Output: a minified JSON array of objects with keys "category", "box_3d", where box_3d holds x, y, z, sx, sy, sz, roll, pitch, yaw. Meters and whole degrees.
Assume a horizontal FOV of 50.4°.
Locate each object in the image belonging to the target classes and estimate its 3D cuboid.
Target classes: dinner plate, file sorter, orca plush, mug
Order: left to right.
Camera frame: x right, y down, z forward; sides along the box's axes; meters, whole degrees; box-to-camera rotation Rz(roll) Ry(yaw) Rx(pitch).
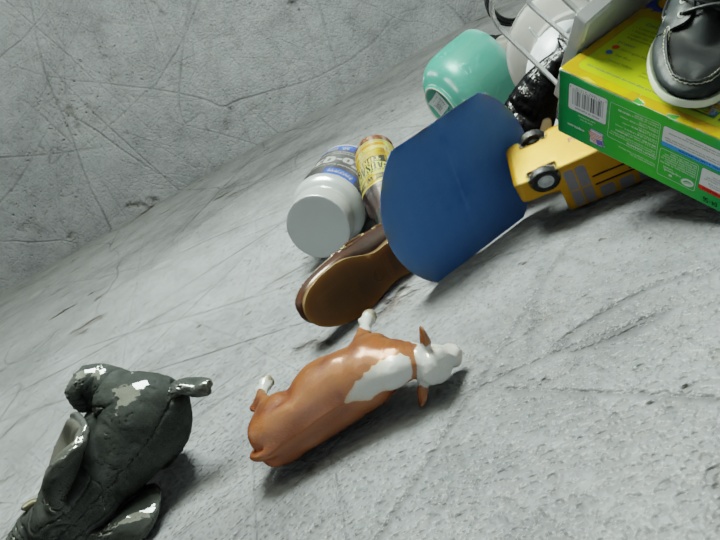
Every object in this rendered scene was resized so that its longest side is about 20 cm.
[{"category":"mug","box_3d":[0.180,-0.286,1.268,0.114,0.186,0.152,-40,43,-13]},{"category":"orca plush","box_3d":[0.184,-0.158,0.848,0.070,0.106,0.201,-17,-30,-45]},{"category":"dinner plate","box_3d":[0.280,-0.266,0.954,0.198,0.201,0.024,-18,35,32]},{"category":"file sorter","box_3d":[0.232,-0.297,0.736,0.199,0.125,0.139,-42,-16,-6]}]

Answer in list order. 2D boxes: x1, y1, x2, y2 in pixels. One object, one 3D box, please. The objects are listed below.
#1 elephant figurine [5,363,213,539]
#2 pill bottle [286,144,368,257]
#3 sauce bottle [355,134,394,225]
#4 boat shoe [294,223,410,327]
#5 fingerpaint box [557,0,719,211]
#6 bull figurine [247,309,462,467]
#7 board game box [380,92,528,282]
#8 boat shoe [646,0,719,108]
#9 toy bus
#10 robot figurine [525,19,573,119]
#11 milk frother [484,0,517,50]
[{"category":"elephant figurine","box_3d":[-0.238,0.193,0.692,0.139,0.157,0.201,19,45,6]},{"category":"pill bottle","box_3d":[-0.038,-0.105,1.146,0.112,0.115,0.201,-22,20,23]},{"category":"sauce bottle","box_3d":[0.032,-0.111,1.056,0.065,0.066,0.202,-26,39,11]},{"category":"boat shoe","box_3d":[0.000,0.000,0.883,0.199,0.071,0.070,-31,23,-31]},{"category":"fingerpaint box","box_3d":[0.302,-0.151,0.668,0.166,0.074,0.199,-37,51,-20]},{"category":"bull figurine","box_3d":[-0.012,0.095,0.658,0.198,0.066,0.122,-28,14,0]},{"category":"board game box","box_3d":[0.096,-0.092,0.822,0.199,0.160,0.039,-36,30,-17]},{"category":"boat shoe","box_3d":[0.288,-0.216,0.632,0.073,0.067,0.200,19,55,24]},{"category":"toy bus","box_3d":[0.254,-0.125,0.782,0.197,0.078,0.066,-23,46,21]},{"category":"robot figurine","box_3d":[0.274,-0.219,0.880,0.198,0.172,0.112,27,26,29]},{"category":"milk frother","box_3d":[0.281,-0.413,1.330,0.179,0.203,0.188,-30,18,-15]}]
